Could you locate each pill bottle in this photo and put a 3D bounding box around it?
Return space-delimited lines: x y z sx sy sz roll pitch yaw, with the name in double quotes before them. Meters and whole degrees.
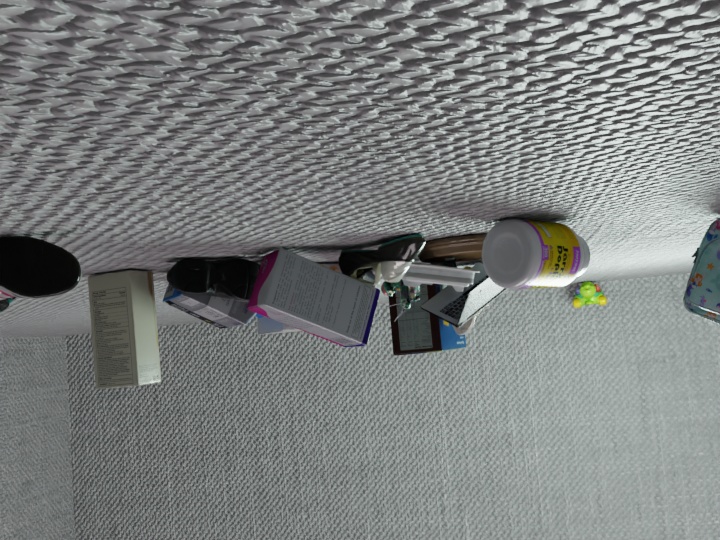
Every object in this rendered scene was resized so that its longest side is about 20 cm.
"pill bottle" 0.286 -0.025 1.223 0.103 0.107 0.197 -10 173 44

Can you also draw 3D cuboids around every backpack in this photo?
"backpack" 0.673 0.001 1.351 0.175 0.205 0.149 25 -171 37

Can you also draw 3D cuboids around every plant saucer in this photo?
"plant saucer" 0.191 -0.038 1.414 0.194 0.030 0.200 -5 176 0

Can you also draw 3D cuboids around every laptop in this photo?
"laptop" 0.237 0.014 1.601 0.185 0.118 0.198 -34 -148 -22

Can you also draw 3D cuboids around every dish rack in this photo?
"dish rack" 0.112 0.006 1.454 0.167 0.045 0.199 5 -177 -24

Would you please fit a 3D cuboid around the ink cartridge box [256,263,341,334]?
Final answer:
"ink cartridge box" -0.104 0.056 1.584 0.196 0.133 0.124 -3 174 -32

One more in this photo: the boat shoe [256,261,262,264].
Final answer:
"boat shoe" -0.186 0.023 1.465 0.070 0.070 0.198 -1 173 -37

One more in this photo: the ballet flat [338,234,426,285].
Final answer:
"ballet flat" 0.040 -0.012 1.314 0.067 0.071 0.197 0 172 -41

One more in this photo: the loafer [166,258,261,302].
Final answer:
"loafer" -0.239 0.014 1.342 0.196 0.075 0.072 11 174 -29

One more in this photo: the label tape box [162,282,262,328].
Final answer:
"label tape box" -0.260 0.066 1.457 0.197 0.067 0.142 30 160 -23

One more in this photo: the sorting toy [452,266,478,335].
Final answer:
"sorting toy" 0.303 0.032 1.840 0.200 0.107 0.179 -44 -176 -37

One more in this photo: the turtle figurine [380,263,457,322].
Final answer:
"turtle figurine" 0.114 0.032 1.694 0.197 0.102 0.150 -26 -175 24

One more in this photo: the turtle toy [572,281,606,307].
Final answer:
"turtle toy" 0.971 0.101 3.278 0.142 0.104 0.199 -7 174 18

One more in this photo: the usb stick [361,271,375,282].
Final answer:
"usb stick" 0.000 0.000 1.511 0.032 0.056 0.200 -40 172 2

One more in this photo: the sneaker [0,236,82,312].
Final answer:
"sneaker" -0.440 0.010 0.972 0.194 0.086 0.121 3 169 -4

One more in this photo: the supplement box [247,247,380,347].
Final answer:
"supplement box" -0.080 0.050 1.321 0.196 0.106 0.101 22 165 -22

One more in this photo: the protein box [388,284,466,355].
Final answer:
"protein box" 0.170 0.104 1.953 0.132 0.206 0.197 -7 174 25

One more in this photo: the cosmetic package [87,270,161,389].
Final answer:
"cosmetic package" -0.426 0.106 1.395 0.103 0.206 0.071 -6 176 22
